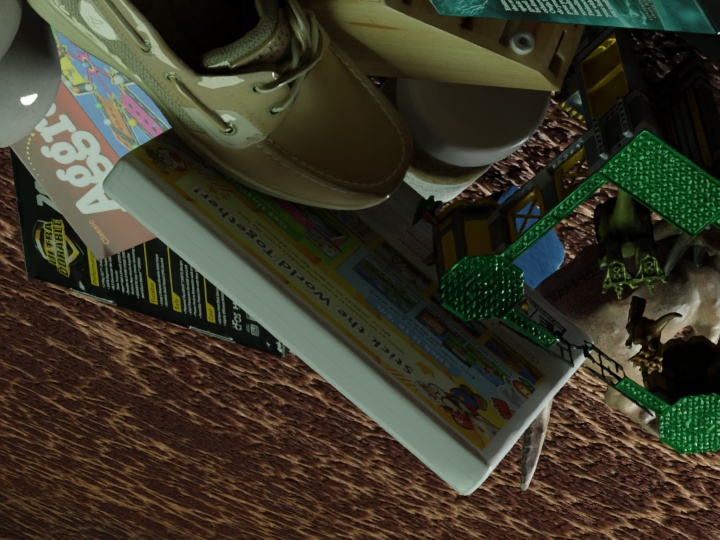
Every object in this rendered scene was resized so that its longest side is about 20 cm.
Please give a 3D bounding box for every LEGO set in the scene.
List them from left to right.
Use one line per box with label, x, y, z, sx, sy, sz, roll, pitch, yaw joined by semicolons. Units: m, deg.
LEGO set;0.125;-0.025;1.272;0.200;0.116;0.154;24;124;-23

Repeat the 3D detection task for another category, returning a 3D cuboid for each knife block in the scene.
knife block;-0.007;-0.124;1.272;0.200;0.064;0.176;23;166;-1

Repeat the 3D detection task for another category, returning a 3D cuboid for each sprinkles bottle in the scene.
sprinkles bottle;0.033;-0.066;1.398;0.068;0.068;0.200;25;165;-7

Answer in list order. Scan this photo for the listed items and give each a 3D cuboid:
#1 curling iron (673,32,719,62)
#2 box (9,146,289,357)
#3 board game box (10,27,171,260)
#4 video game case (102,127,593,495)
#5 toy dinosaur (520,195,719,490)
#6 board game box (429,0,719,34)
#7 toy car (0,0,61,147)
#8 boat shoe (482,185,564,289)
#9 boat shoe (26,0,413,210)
curling iron;0.115;-0.120;1.177;0.050;0.026;0.200;11;161;43
box;-0.102;-0.061;1.484;0.160;0.049;0.200;18;135;22
board game box;-0.135;-0.098;1.345;0.103;0.019;0.200;-21;120;28
video game case;0.000;0.000;1.270;0.200;0.023;0.182;40;-157;4
toy dinosaur;0.128;0.007;1.371;0.086;0.200;0.136;49;176;27
board game box;0.043;-0.162;1.068;0.135;0.028;0.200;8;150;38
toy car;-0.231;-0.120;1.237;0.175;0.150;0.200;-16;164;2
boat shoe;0.055;0.012;1.461;0.084;0.069;0.200;56;-162;7
boat shoe;-0.050;-0.089;1.201;0.200;0.072;0.065;36;162;-25
